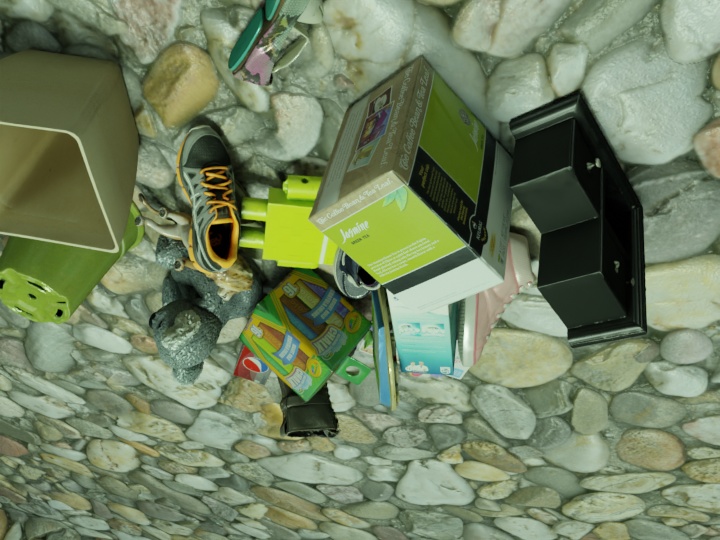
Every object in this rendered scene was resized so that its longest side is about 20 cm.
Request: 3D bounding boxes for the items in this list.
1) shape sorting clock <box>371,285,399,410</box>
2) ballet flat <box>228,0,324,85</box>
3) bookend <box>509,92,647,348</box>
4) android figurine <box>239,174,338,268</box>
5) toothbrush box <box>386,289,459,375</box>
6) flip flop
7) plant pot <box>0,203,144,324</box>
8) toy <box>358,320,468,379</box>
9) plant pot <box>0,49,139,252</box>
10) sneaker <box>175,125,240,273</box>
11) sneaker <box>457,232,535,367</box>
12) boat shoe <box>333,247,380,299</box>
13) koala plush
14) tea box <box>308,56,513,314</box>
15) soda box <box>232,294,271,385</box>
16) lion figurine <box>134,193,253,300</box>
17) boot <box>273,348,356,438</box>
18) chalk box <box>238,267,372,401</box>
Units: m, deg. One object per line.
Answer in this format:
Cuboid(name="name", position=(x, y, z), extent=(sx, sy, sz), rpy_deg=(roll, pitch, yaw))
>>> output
Cuboid(name="shape sorting clock", position=(0.042, 0.113, 1.074), extent=(0.039, 0.202, 0.201), rpy_deg=(-3, 140, -3))
Cuboid(name="ballet flat", position=(-0.084, -0.276, 0.766), extent=(0.070, 0.070, 0.200), rpy_deg=(12, 149, -26))
Cuboid(name="bookend", position=(0.248, -0.055, 0.804), extent=(0.091, 0.201, 0.200), rpy_deg=(-17, 131, 36))
Cuboid(name="android figurine", position=(-0.075, -0.063, 1.003), extent=(0.197, 0.042, 0.183), rpy_deg=(2, 142, -9))
Cuboid(name="toothbrush box", position=(0.095, 0.033, 0.999), extent=(0.084, 0.148, 0.202), rpy_deg=(1, 138, 13))
Cuboid(name="flip flop", position=(-0.197, -0.077, 1.034), extent=(0.080, 0.058, 0.201), rpy_deg=(-10, 135, 27))
Cuboid(name="plant pot", position=(-0.463, -0.027, 1.075), extent=(0.197, 0.192, 0.201), rpy_deg=(8, 141, 7))
Cuboid(name="toy", position=(0.100, 0.152, 1.217), extent=(0.197, 0.048, 0.116), rpy_deg=(18, 142, -3))
Cuboid(name="plant pot", position=(-0.389, -0.168, 0.893), extent=(0.197, 0.179, 0.201), rpy_deg=(10, 141, 6))
Cuboid(name="sneaker", position=(-0.196, -0.093, 0.942), extent=(0.077, 0.077, 0.203), rpy_deg=(14, 113, 57))
Cuboid(name="sneaker", position=(0.192, 0.040, 0.978), extent=(0.103, 0.075, 0.204), rpy_deg=(4, 100, -1))
Cuboid(name="boat shoe", position=(0.000, 0.000, 0.980), extent=(0.073, 0.094, 0.201), rpy_deg=(0, 142, -4))
Cuboid(name="koala plush", position=(-0.263, 0.071, 1.117), extent=(0.181, 0.202, 0.178), rpy_deg=(14, 141, 0))
Cuboid(name="tea box", position=(0.070, -0.095, 0.814), extent=(0.133, 0.202, 0.196), rpy_deg=(-24, 126, 39))
Cuboid(name="soda box", position=(-0.176, 0.130, 1.267), extent=(0.069, 0.064, 0.201), rpy_deg=(20, 140, -8))
Cuboid(name="lion figurine", position=(-0.248, -0.043, 1.057), extent=(0.073, 0.201, 0.122), rpy_deg=(-47, 156, 19))
Cuboid(name="boot", position=(-0.070, 0.202, 1.188), extent=(0.198, 0.176, 0.069), rpy_deg=(-2, 147, -35))
Cuboid(name="chalk box", position=(-0.073, 0.114, 1.115), extent=(0.200, 0.124, 0.125), rpy_deg=(41, 139, 5))
